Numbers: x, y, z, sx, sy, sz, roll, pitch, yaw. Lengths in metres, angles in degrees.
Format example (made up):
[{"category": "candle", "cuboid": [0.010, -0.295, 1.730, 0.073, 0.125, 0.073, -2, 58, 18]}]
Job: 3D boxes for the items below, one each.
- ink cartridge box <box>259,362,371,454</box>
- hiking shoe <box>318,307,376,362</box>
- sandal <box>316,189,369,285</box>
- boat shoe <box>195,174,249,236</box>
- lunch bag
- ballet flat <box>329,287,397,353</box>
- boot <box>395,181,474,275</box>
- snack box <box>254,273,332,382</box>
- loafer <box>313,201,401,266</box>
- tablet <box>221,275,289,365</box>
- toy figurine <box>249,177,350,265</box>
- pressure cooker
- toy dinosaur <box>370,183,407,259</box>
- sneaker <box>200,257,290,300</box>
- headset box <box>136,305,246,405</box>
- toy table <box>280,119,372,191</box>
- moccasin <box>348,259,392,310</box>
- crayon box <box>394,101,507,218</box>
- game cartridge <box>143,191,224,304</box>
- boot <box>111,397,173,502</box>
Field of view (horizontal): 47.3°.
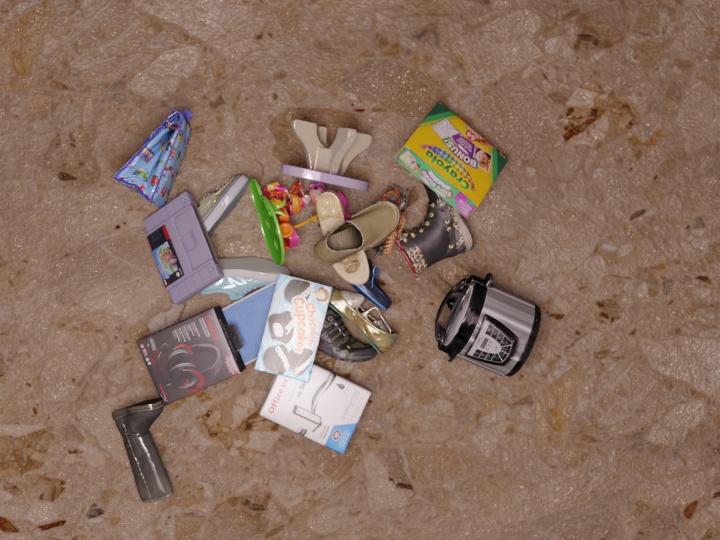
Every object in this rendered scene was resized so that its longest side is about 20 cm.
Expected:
[{"category": "ink cartridge box", "cuboid": [-0.098, 0.278, 1.745, 0.198, 0.084, 0.147, 25, 87, -4]}, {"category": "hiking shoe", "cuboid": [-0.054, 0.133, 1.755, 0.198, 0.076, 0.102, 16, 91, -4]}, {"category": "sandal", "cuboid": [-0.044, -0.053, 1.664, 0.077, 0.070, 0.214, -15, 108, 14]}, {"category": "boat shoe", "cuboid": [-0.315, -0.131, 1.739, 0.062, 0.072, 0.200, 39, 87, 2]}, {"category": "lunch bag", "cuboid": [-0.402, -0.241, 1.691, 0.094, 0.151, 0.201, 32, 87, -4]}, {"category": "ballet flat", "cuboid": [0.001, 0.090, 1.753, 0.200, 0.071, 0.071, 44, 86, -1]}, {"category": "boot", "cuboid": [0.141, -0.103, 1.776, 0.150, 0.073, 0.201, -29, 99, -8]}, {"category": "snack box", "cuboid": [-0.137, 0.118, 1.688, 0.115, 0.037, 0.202, 14, 86, -2]}, {"category": "loafer", "cuboid": [0.001, -0.073, 1.610, 0.199, 0.067, 0.076, -34, 90, -16]}, {"category": "tablet", "cuboid": [-0.206, 0.109, 1.742, 0.199, 0.014, 0.131, -27, 88, 14]}, {"category": "toy figurine", "cuboid": [-0.118, -0.130, 1.747, 0.182, 0.151, 0.201, -18, 66, -18]}, {"category": "pressure cooker", "cuboid": [0.258, 0.115, 1.736, 0.198, 0.179, 0.177, 24, 64, -4]}, {"category": "toy dinosaur", "cuboid": [0.048, -0.103, 1.724, 0.102, 0.200, 0.136, 44, 121, -6]}, {"category": "sneaker", "cuboid": [-0.251, 0.022, 1.753, 0.198, 0.074, 0.083, 3, 118, -9]}, {"category": "headset box", "cuboid": [-0.343, 0.173, 1.720, 0.198, 0.075, 0.150, -22, 91, 2]}, {"category": "toy table", "cuboid": [-0.065, -0.241, 1.718, 0.199, 0.183, 0.119, 6, 98, -41]}, {"category": "moccasin", "cuboid": [0.000, 0.000, 1.760, 0.200, 0.080, 0.068, 45, 82, -4]}, {"category": "crayon box", "cuboid": [0.196, -0.237, 1.747, 0.199, 0.058, 0.173, 39, 51, -3]}, {"category": "game cartridge", "cuboid": [-0.371, -0.045, 1.703, 0.129, 0.038, 0.202, -29, 73, 14]}, {"category": "boot", "cuboid": [-0.433, 0.371, 1.689, 0.072, 0.181, 0.202, -12, 82, -41]}]
